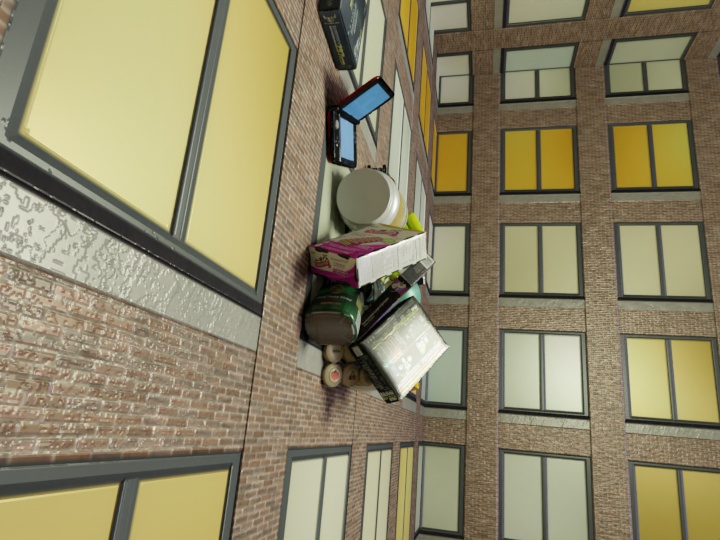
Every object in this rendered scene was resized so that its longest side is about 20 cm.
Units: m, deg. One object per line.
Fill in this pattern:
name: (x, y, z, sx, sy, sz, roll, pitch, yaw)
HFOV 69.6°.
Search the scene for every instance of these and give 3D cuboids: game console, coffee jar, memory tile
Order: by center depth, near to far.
coffee jar: (-0.037, 0.055, 1.032, 0.201, 0.103, 0.086, -70, 155, -56)
memory tile: (-0.001, 0.180, 1.145, 0.199, 0.017, 0.155, 10, 80, -41)
game console: (0.007, -0.324, 1.165, 0.200, 0.117, 0.175, -26, 116, -74)

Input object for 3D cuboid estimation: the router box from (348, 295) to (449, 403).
router box: (0.089, 0.172, 1.151, 0.200, 0.062, 0.151, -36, 93, -37)

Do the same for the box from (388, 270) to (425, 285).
box: (0.131, -0.026, 1.545, 0.200, 0.103, 0.150, -12, 96, -85)

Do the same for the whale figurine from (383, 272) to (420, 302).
whale figurine: (0.078, 0.099, 1.367, 0.200, 0.104, 0.159, -40, 166, -23)

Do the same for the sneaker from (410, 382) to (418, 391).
sneaker: (0.112, 0.240, 1.271, 0.200, 0.076, 0.074, -87, 175, -69)

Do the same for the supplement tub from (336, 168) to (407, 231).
supplement tub: (0.029, -0.150, 1.207, 0.200, 0.143, 0.146, 26, 66, -76)

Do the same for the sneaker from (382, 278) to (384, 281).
sneaker: (0.040, 0.040, 1.414, 0.200, 0.075, 0.106, -57, 146, -67)

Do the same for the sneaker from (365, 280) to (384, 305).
sneaker: (0.000, 0.000, 1.247, 0.201, 0.081, 0.074, -106, -161, -45)

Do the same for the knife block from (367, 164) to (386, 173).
knife block: (0.043, -0.187, 1.435, 0.176, 0.063, 0.202, -53, 142, -67)

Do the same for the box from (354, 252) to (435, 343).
box: (0.062, 0.057, 1.082, 0.200, 0.036, 0.143, -47, 174, 34)

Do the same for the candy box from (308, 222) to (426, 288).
candy box: (0.018, -0.036, 1.013, 0.199, 0.136, 0.062, -21, 116, -41)

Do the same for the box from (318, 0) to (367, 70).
box: (-0.034, -0.566, 1.120, 0.158, 0.050, 0.202, 62, 31, -61)

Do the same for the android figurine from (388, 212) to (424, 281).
android figurine: (0.071, -0.080, 1.322, 0.201, 0.181, 0.041, 61, 16, 11)

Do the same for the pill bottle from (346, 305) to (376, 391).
pill bottle: (0.019, 0.180, 1.256, 0.111, 0.110, 0.202, -30, 120, -74)

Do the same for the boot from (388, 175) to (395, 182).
boot: (0.087, -0.201, 1.585, 0.155, 0.076, 0.202, -55, 146, -64)
